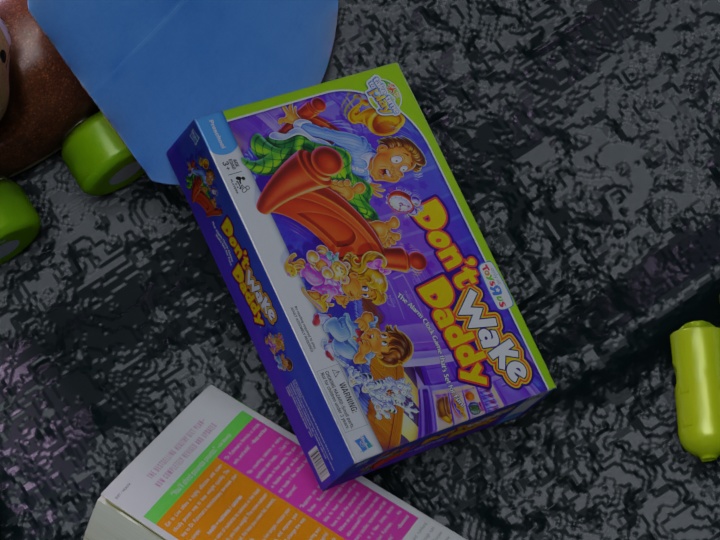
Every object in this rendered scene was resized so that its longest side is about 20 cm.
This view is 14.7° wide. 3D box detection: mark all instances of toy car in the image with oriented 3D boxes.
[{"bbox_3d":[-0.208,-0.115,1.463,0.157,0.200,0.165,-33,78,-4],"label":"toy car"}]

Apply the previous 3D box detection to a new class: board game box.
[{"bbox_3d":[-0.104,-0.146,1.498,0.158,0.039,0.200,-49,120,-24],"label":"board game box"},{"bbox_3d":[0.000,0.000,1.477,0.134,0.045,0.201,-18,76,-32],"label":"board game box"}]

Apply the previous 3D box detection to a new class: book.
[{"bbox_3d":[-0.027,0.149,1.443,0.199,0.048,0.134,31,38,9],"label":"book"}]

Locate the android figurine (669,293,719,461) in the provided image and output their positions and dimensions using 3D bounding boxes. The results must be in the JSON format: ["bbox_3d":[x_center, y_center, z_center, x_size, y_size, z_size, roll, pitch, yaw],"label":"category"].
[{"bbox_3d":[0.257,0.066,1.484,0.181,0.041,0.201,-2,76,2],"label":"android figurine"}]
